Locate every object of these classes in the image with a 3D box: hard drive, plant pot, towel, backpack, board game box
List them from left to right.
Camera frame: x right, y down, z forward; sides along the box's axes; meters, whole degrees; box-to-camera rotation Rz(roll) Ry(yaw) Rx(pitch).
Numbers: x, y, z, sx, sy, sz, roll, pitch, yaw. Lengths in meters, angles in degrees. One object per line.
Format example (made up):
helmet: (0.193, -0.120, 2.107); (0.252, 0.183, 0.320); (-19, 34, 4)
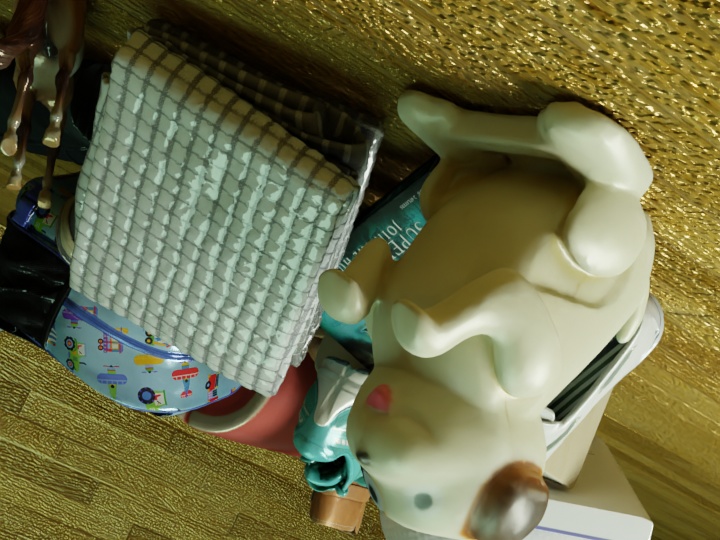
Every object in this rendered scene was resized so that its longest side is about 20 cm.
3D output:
backpack: (-0.179, 0.021, 0.954); (0.199, 0.136, 0.182); (34, -157, 23)
towel: (-0.085, -0.038, 0.709); (0.164, 0.086, 0.201); (30, 132, 9)
plant pot: (-0.085, 0.079, 1.103); (0.199, 0.203, 0.177); (19, -176, 29)
board game box: (0.044, 0.015, 0.751); (0.135, 0.028, 0.200); (42, 145, -9)
hard drive: (0.149, 0.164, 0.947); (0.130, 0.026, 0.200); (11, -171, 0)

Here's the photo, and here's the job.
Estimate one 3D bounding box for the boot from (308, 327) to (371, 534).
boot: (-0.018, 0.138, 1.007); (0.076, 0.157, 0.200); (17, 165, 20)

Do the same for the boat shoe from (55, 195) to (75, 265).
boat shoe: (-0.123, -0.004, 0.858); (0.199, 0.075, 0.073); (23, 148, -34)

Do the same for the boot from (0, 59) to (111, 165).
boot: (-0.209, -0.104, 0.907); (0.167, 0.077, 0.200); (16, 164, 38)

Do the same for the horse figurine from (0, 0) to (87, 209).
horse figurine: (-0.194, -0.123, 0.712); (0.049, 0.134, 0.200); (6, 166, -13)

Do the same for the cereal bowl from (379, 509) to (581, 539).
cereal bowl: (0.115, 0.196, 1.068); (0.197, 0.084, 0.201); (2, -152, -1)

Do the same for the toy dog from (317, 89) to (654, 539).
toy dog: (0.060, 0.035, 0.599); (0.138, 0.202, 0.194); (18, 168, 38)

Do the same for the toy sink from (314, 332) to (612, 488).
toy sink: (0.087, 0.064, 0.906); (0.198, 0.132, 0.112); (17, 168, 36)

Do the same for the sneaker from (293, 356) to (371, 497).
sneaker: (-0.016, 0.127, 0.871); (0.077, 0.080, 0.200); (26, 163, 18)

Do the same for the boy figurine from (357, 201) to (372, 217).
boy figurine: (-0.016, -0.027, 0.842); (0.198, 0.065, 0.125); (21, 144, 32)

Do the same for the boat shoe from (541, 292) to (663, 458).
boat shoe: (0.109, 0.080, 0.763); (0.074, 0.200, 0.067); (46, -167, 18)
